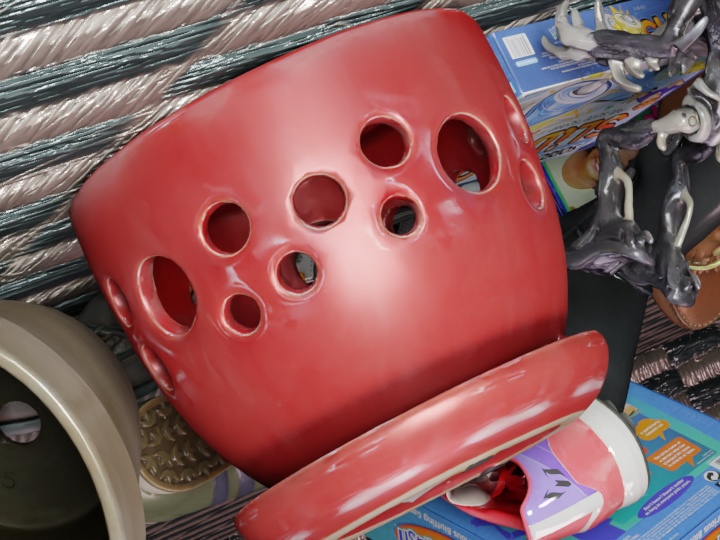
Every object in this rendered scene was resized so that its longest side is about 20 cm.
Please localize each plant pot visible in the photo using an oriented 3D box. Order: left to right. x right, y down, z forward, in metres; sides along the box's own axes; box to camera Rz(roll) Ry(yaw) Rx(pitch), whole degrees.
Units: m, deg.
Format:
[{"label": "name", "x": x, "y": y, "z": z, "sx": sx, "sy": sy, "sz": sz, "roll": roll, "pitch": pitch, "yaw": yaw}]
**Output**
[{"label": "plant pot", "x": -0.176, "y": 0.091, "z": 1.020, "sx": 0.199, "sy": 0.200, "sz": 0.174, "roll": -29, "pitch": -171, "yaw": 16}, {"label": "plant pot", "x": 0.001, "y": 0.010, "z": 0.996, "sx": 0.200, "sy": 0.183, "sz": 0.200, "roll": -28, "pitch": 171, "yaw": -5}]

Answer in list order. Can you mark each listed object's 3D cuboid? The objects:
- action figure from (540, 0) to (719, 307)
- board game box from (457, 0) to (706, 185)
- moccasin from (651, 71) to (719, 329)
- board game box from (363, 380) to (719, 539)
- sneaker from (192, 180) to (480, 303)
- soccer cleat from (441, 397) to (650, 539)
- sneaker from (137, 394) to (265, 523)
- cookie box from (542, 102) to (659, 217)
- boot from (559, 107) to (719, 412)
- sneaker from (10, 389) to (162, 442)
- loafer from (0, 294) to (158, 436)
[{"label": "action figure", "x": 0.141, "y": -0.092, "z": 1.040, "sx": 0.119, "sy": 0.102, "sz": 0.201, "roll": 11, "pitch": 102, "yaw": -42}, {"label": "board game box", "x": 0.093, "y": -0.088, "z": 1.163, "sx": 0.200, "sy": 0.035, "sz": 0.135, "roll": -18, "pitch": 168, "yaw": -45}, {"label": "moccasin", "x": 0.204, "y": -0.046, "z": 1.295, "sx": 0.073, "sy": 0.078, "sz": 0.202, "roll": -26, "pitch": 137, "yaw": -37}, {"label": "board game box", "x": 0.097, "y": 0.109, "z": 1.185, "sx": 0.152, "sy": 0.045, "sz": 0.200, "roll": -31, "pitch": -140, "yaw": -33}, {"label": "sneaker", "x": 0.000, "y": 0.000, "z": 1.181, "sx": 0.199, "sy": 0.077, "sz": 0.079, "roll": -24, "pitch": 129, "yaw": -24}, {"label": "soccer cleat", "x": 0.051, "y": 0.079, "z": 1.118, "sx": 0.073, "sy": 0.068, "sz": 0.200, "roll": -30, "pitch": -151, "yaw": -26}, {"label": "sneaker", "x": -0.079, "y": 0.090, "z": 1.217, "sx": 0.090, "sy": 0.067, "sz": 0.200, "roll": -25, "pitch": 170, "yaw": 37}, {"label": "cookie box", "x": 0.197, "y": -0.072, "z": 1.437, "sx": 0.199, "sy": 0.075, "sz": 0.171, "roll": -26, "pitch": 170, "yaw": -6}, {"label": "boot", "x": 0.161, "y": -0.019, "z": 1.149, "sx": 0.066, "sy": 0.165, "sz": 0.200, "roll": 32, "pitch": 125, "yaw": -26}, {"label": "sneaker", "x": -0.117, "y": 0.061, "z": 1.320, "sx": 0.199, "sy": 0.074, "sz": 0.082, "roll": -22, "pitch": 176, "yaw": 0}, {"label": "loafer", "x": -0.121, "y": 0.032, "z": 1.220, "sx": 0.199, "sy": 0.063, "sz": 0.072, "roll": -18, "pitch": -165, "yaw": -27}]
